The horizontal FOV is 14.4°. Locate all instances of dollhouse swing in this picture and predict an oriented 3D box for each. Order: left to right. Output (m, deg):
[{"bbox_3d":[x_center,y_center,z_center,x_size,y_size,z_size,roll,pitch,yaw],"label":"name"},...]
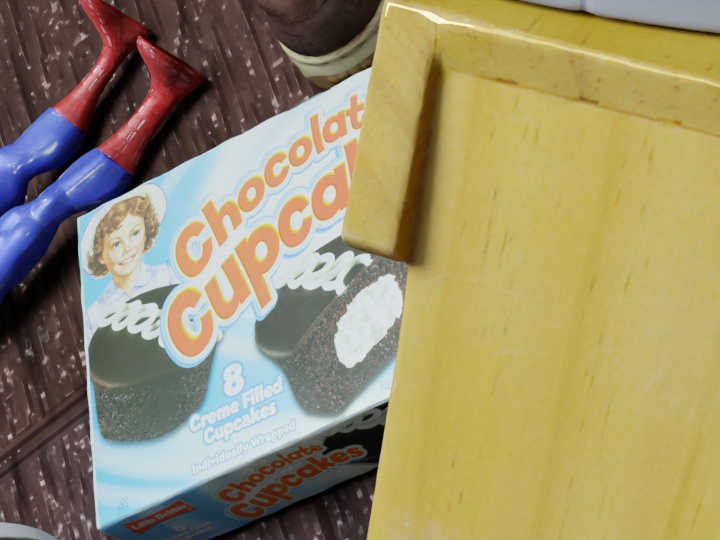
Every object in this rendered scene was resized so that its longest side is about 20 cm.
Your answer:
[{"bbox_3d":[0.113,0.011,0.745,0.199,0.177,0.182,15,34,23],"label":"dollhouse swing"}]

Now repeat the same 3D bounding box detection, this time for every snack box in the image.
[{"bbox_3d":[0.000,0.000,0.884,0.199,0.037,0.117,-26,54,27],"label":"snack box"}]

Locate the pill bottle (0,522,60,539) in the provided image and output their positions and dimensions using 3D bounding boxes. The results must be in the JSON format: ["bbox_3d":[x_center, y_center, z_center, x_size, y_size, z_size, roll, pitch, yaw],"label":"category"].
[{"bbox_3d":[-0.076,0.171,0.809,0.115,0.114,0.200,-53,47,5],"label":"pill bottle"}]

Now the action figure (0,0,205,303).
[{"bbox_3d":[-0.150,-0.011,0.974,0.065,0.099,0.201,39,97,44],"label":"action figure"}]

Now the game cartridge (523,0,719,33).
[{"bbox_3d":[0.119,-0.101,0.729,0.198,0.041,0.133,4,35,5],"label":"game cartridge"}]

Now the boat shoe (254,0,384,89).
[{"bbox_3d":[-0.039,-0.152,0.967,0.072,0.072,0.201,-33,51,21],"label":"boat shoe"}]
